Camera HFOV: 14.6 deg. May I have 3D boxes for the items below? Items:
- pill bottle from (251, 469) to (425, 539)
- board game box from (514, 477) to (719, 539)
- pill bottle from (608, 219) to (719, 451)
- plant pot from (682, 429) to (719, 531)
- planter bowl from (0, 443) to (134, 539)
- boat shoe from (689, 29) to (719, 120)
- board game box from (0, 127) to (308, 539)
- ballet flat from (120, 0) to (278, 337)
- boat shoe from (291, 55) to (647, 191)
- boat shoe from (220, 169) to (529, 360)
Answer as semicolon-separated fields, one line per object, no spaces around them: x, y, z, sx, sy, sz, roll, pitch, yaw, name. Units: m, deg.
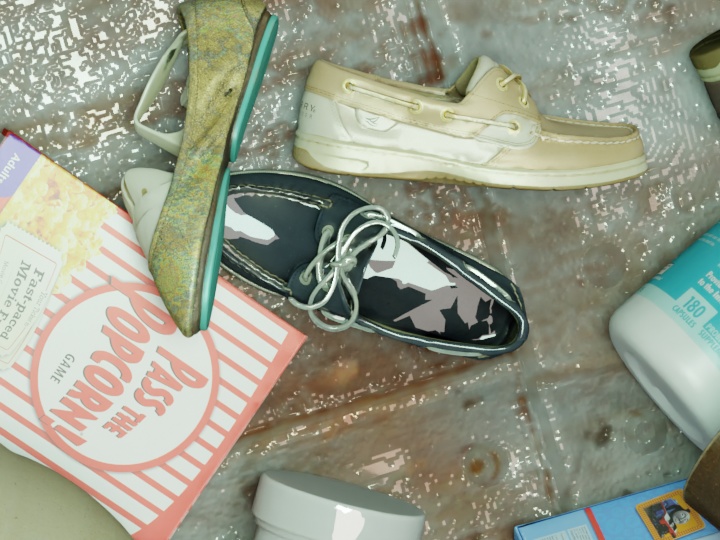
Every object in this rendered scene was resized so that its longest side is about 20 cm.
-0.033;0.218;1.535;0.115;0.116;0.201;14;91;-12;pill bottle
0.205;0.183;1.569;0.199;0.152;0.037;-16;141;-9;board game box
0.245;0.007;1.571;0.200;0.111;0.111;-41;101;-5;pill bottle
0.306;0.131;1.484;0.187;0.187;0.200;-40;70;-5;plant pot
-0.172;0.202;1.464;0.134;0.200;0.201;21;91;-12;planter bowl
0.287;-0.134;1.592;0.200;0.072;0.066;-21;105;-4;boat shoe
-0.153;0.040;1.531;0.200;0.046;0.152;34;88;-12;board game box
-0.094;-0.059;1.501;0.070;0.071;0.201;17;66;-12;ballet flat
0.064;-0.084;1.548;0.199;0.074;0.069;3;100;-10;boat shoe
0.000;0.000;1.549;0.200;0.062;0.075;26;93;-11;boat shoe
